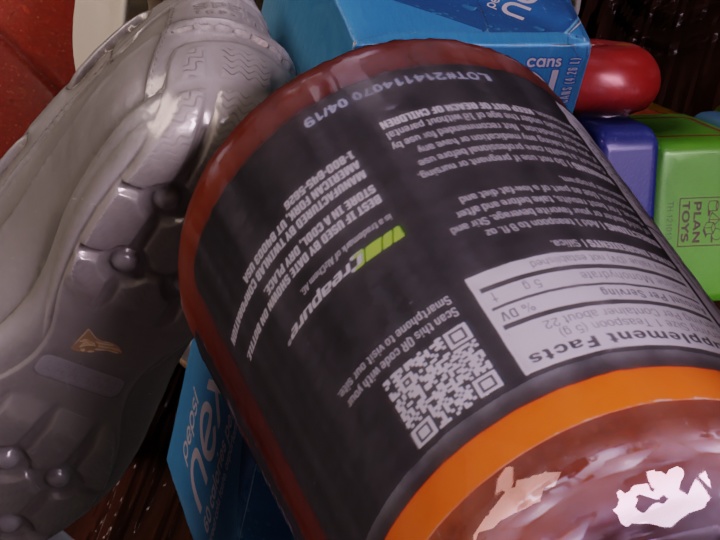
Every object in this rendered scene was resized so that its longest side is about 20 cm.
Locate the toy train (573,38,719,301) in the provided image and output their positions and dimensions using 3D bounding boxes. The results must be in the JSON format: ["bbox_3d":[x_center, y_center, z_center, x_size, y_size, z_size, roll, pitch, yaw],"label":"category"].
[{"bbox_3d":[0.073,-0.032,0.842,0.200,0.115,0.085,-147,57,-68],"label":"toy train"}]

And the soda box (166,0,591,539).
[{"bbox_3d":[0.000,0.000,0.782,0.068,0.064,0.201,-111,26,-45],"label":"soda box"}]

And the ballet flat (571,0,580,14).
[{"bbox_3d":[0.068,-0.104,0.856,0.199,0.070,0.070,-12,38,10],"label":"ballet flat"}]

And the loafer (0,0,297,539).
[{"bbox_3d":[-0.077,0.007,0.764,0.200,0.070,0.070,-46,32,33],"label":"loafer"}]

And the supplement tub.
[{"bbox_3d":[0.037,0.043,0.635,0.107,0.107,0.200,-40,42,8],"label":"supplement tub"}]

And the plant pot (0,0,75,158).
[{"bbox_3d":[-0.094,-0.080,1.025,0.195,0.201,0.200,-46,29,-18],"label":"plant pot"}]

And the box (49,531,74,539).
[{"bbox_3d":[-0.152,0.177,0.849,0.152,0.106,0.201,-11,44,43],"label":"box"}]

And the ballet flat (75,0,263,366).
[{"bbox_3d":[-0.053,-0.034,0.901,0.065,0.201,0.070,-12,3,-37],"label":"ballet flat"}]
